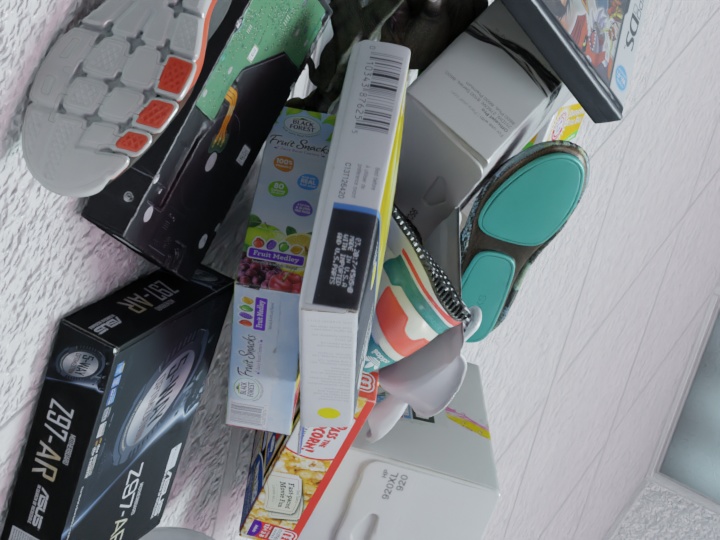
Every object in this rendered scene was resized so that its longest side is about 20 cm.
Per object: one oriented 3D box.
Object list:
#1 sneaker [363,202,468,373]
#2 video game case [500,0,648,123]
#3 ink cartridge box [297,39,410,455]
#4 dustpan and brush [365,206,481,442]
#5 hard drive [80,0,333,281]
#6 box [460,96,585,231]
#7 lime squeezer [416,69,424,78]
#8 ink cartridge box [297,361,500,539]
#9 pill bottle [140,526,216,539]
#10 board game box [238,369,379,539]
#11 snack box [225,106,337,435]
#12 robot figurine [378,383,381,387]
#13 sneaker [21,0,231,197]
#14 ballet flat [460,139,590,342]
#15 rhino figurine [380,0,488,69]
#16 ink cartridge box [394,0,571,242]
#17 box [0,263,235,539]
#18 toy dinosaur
[{"bbox_3d":[0.000,0.000,1.484,0.093,0.200,0.070,-38,124,4],"label":"sneaker"},{"bbox_3d":[0.146,-0.232,1.464,0.200,0.025,0.181,46,50,-43],"label":"video game case"},{"bbox_3d":[-0.006,-0.009,1.354,0.200,0.047,0.198,90,8,-59],"label":"ink cartridge box"},{"bbox_3d":[0.040,0.065,1.542,0.200,0.057,0.140,-46,-148,40],"label":"dustpan and brush"},{"bbox_3d":[-0.091,-0.100,1.299,0.200,0.038,0.140,-62,164,-4],"label":"hard drive"},{"bbox_3d":[0.101,-0.079,1.796,0.101,0.112,0.200,-20,133,-66],"label":"box"},{"bbox_3d":[0.028,-0.099,1.675,0.200,0.038,0.071,-60,164,-8],"label":"lime squeezer"},{"bbox_3d":[0.017,0.167,1.729,0.200,0.145,0.147,-94,-159,-63],"label":"ink cartridge box"},{"bbox_3d":[-0.147,0.295,1.592,0.120,0.120,0.200,-51,160,-38],"label":"pill bottle"},{"bbox_3d":[-0.035,0.090,1.585,0.200,0.046,0.152,117,-15,-47],"label":"board game box"},{"bbox_3d":[-0.054,0.003,1.442,0.200,0.053,0.142,100,-1,-59],"label":"snack box"},{"bbox_3d":[0.022,0.020,1.679,0.200,0.058,0.145,-96,-158,-61],"label":"robot figurine"},{"bbox_3d":[-0.110,-0.121,1.150,0.200,0.077,0.082,-60,170,-11],"label":"sneaker"},{"bbox_3d":[0.105,-0.036,1.555,0.074,0.074,0.200,-42,167,-52],"label":"ballet flat"},{"bbox_3d":[0.067,-0.206,1.590,0.200,0.060,0.088,-39,149,-58],"label":"rhino figurine"},{"bbox_3d":[0.099,-0.132,1.572,0.200,0.084,0.145,-46,175,-29],"label":"ink cartridge box"},{"bbox_3d":[-0.161,0.104,1.384,0.160,0.044,0.200,-31,144,-62],"label":"box"},{"bbox_3d":[-0.004,-0.169,1.400,0.200,0.047,0.088,-54,-151,42],"label":"toy dinosaur"}]
